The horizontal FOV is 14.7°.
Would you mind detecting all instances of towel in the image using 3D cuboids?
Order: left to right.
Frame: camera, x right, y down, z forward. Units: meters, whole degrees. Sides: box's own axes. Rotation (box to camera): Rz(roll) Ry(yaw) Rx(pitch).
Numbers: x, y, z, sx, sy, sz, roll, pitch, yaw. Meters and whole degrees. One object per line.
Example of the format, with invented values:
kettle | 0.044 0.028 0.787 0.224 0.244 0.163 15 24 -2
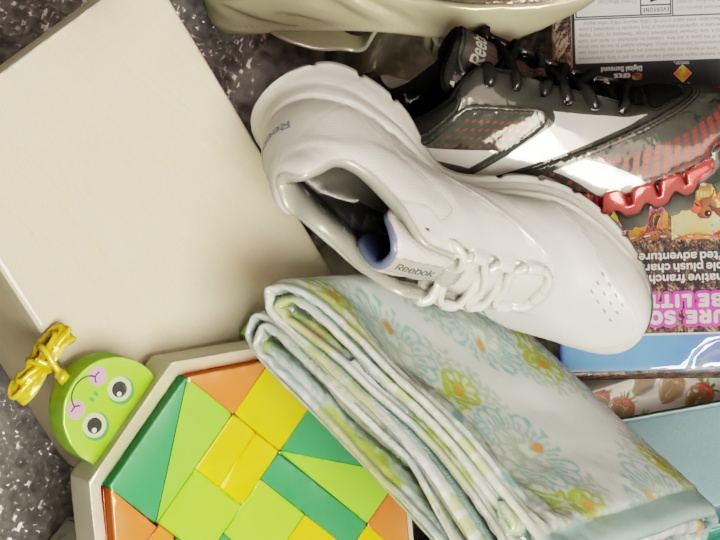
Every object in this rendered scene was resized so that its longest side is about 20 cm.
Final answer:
towel | 0.056 0.067 1.208 0.048 0.171 0.200 -51 157 19

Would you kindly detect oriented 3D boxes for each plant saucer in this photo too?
plant saucer | 0.182 0.094 1.390 0.199 0.019 0.070 -10 112 -10

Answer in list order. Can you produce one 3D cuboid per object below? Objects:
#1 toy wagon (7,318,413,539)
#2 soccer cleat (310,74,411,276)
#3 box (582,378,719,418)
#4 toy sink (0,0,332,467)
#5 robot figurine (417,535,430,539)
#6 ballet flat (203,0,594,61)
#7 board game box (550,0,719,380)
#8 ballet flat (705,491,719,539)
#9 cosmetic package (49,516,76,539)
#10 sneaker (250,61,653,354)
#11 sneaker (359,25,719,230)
toy wagon | -0.067 0.097 1.209 0.200 0.040 0.155 41 76 -26
soccer cleat | 0.000 0.000 1.342 0.085 0.069 0.200 29 78 -16
box | 0.103 0.079 1.408 0.199 0.041 0.039 -16 101 -25
toy sink | -0.117 -0.020 1.255 0.130 0.112 0.200 -39 114 -19
robot figurine | 0.072 0.186 1.310 0.125 0.200 0.150 -42 110 -17
ballet flat | 0.019 -0.130 1.311 0.199 0.069 0.070 4 92 -1
board game box | 0.176 -0.048 1.353 0.159 0.097 0.201 -1 87 8
ballet flat | 0.165 0.143 1.434 0.070 0.067 0.200 38 69 19
cosmetic package | -0.072 0.208 1.296 0.200 0.105 0.071 44 73 -20
sneaker | 0.037 -0.010 1.208 0.200 0.087 0.075 26 120 -12
sneaker | 0.081 -0.067 1.268 0.200 0.071 0.098 -9 113 4
